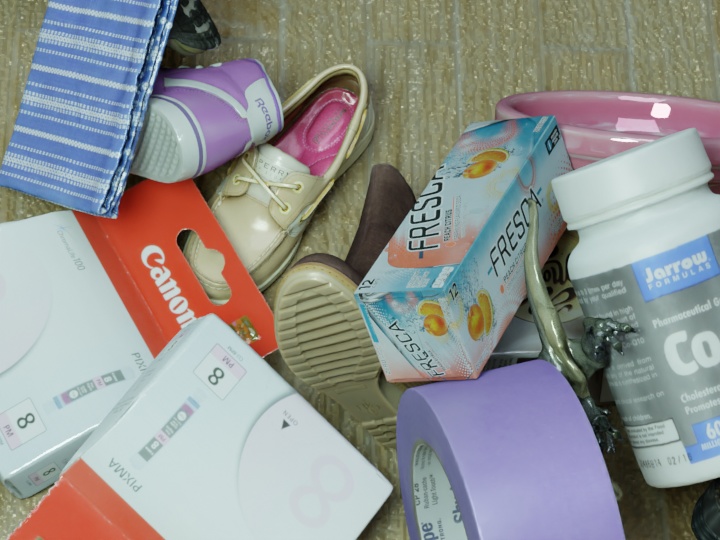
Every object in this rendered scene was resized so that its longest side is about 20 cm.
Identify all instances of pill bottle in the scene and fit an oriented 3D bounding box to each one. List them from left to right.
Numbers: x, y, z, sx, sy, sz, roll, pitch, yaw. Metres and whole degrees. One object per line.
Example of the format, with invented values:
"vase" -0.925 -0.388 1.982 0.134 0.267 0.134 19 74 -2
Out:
"pill bottle" 0.194 0.022 1.560 0.114 0.114 0.200 -22 93 -16

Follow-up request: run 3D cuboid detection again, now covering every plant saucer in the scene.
"plant saucer" 0.188 -0.081 1.703 0.200 0.201 0.051 3 102 -3

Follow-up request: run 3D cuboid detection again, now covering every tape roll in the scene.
"tape roll" 0.090 0.158 1.522 0.085 0.200 0.200 -12 61 -11

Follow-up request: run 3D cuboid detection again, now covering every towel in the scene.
"towel" -0.176 -0.140 1.658 0.024 0.145 0.200 15 91 -39

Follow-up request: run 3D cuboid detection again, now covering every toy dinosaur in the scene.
"toy dinosaur" 0.130 0.060 1.536 0.047 0.088 0.200 -16 105 -18

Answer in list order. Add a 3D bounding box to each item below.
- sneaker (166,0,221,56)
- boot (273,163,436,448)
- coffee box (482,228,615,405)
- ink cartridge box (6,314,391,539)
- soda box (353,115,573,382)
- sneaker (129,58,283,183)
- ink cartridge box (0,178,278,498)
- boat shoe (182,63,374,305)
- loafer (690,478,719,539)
"sneaker" -0.153 -0.170 1.736 0.089 0.200 0.077 -33 107 1
"boot" 0.000 0.000 1.617 0.072 0.200 0.166 -7 55 17
"coffee box" 0.160 0.024 1.675 0.200 0.080 0.113 -1 59 -5
"ink cartridge box" -0.099 0.152 1.556 0.163 0.057 0.200 45 59 -10
"soda box" 0.069 -0.015 1.565 0.064 0.068 0.200 -4 32 29
"sneaker" -0.128 -0.111 1.713 0.114 0.073 0.200 -25 32 -31
"ink cartridge box" -0.173 0.028 1.642 0.200 0.057 0.163 -32 65 0
"boat shoe" -0.057 -0.063 1.715 0.074 0.069 0.200 28 62 11
"loafer" 0.297 0.108 1.640 0.073 0.072 0.200 39 64 17
